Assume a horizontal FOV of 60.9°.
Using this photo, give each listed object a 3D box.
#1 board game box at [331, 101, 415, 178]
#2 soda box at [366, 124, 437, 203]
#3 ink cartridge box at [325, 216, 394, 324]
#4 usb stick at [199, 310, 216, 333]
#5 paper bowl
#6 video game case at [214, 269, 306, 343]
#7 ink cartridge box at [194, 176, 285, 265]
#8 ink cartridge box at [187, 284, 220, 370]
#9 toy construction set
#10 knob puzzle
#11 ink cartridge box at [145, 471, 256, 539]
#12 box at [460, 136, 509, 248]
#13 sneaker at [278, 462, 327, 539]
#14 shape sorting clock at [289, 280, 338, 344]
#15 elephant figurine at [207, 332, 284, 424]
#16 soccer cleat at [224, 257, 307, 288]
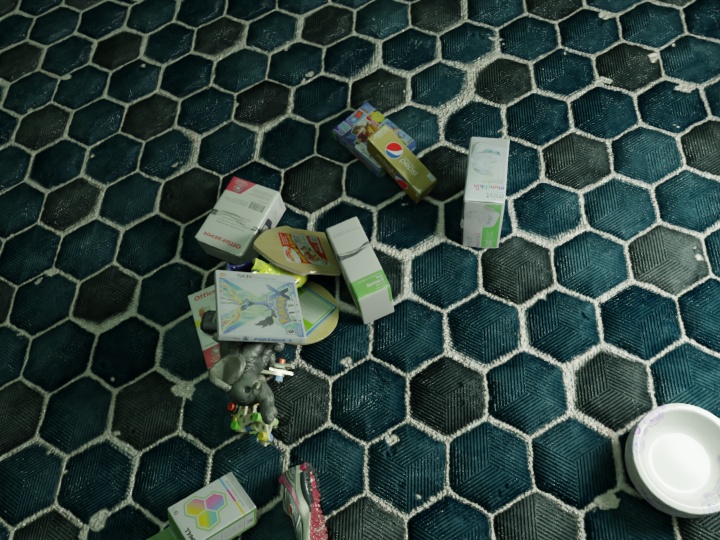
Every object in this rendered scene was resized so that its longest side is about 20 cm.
[{"bbox_3d":[0.035,-0.356,1.661,0.135,0.035,0.200,-40,65,-11],"label":"board game box"},{"bbox_3d":[0.103,-0.272,1.562,0.064,0.068,0.200,-39,81,-12],"label":"soda box"},{"bbox_3d":[0.000,0.000,1.425,0.083,0.146,0.202,-22,63,-4],"label":"ink cartridge box"},{"bbox_3d":[-0.263,0.118,1.365,0.197,0.033,0.056,1,66,15],"label":"usb stick"},{"bbox_3d":[0.613,0.367,1.176,0.197,0.105,0.203,-3,64,7],"label":"paper bowl"},{"bbox_3d":[-0.216,0.074,1.301,0.180,0.022,0.201,5,38,-20],"label":"video game case"},{"bbox_3d":[-0.304,-0.121,1.564,0.143,0.085,0.202,20,67,17],"label":"ink cartridge box"},{"bbox_3d":[-0.307,0.129,1.440,0.143,0.084,0.202,-22,62,-4],"label":"ink cartridge box"},{"bbox_3d":[-0.223,0.281,1.347,0.130,0.092,0.202,-7,51,32],"label":"toy construction set"},{"bbox_3d":[-0.161,-0.042,1.462,0.217,0.031,0.221,15,31,-10],"label":"knob puzzle"},{"bbox_3d":[-0.316,0.500,1.212,0.198,0.060,0.104,-22,43,-33],"label":"ink cartridge box"},{"bbox_3d":[0.290,-0.180,1.443,0.095,0.201,0.179,5,63,10],"label":"box"},{"bbox_3d":[-0.116,0.499,1.237,0.074,0.081,0.202,-21,54,14],"label":"sneaker"},{"bbox_3d":[-0.149,0.094,1.430,0.197,0.040,0.201,10,40,-8],"label":"shape sorting clock"},{"bbox_3d":[-0.244,0.217,1.266,0.140,0.155,0.202,29,51,-23],"label":"elephant figurine"},{"bbox_3d":[-0.217,0.010,1.411,0.197,0.085,0.065,-5,30,-16],"label":"soccer cleat"}]
